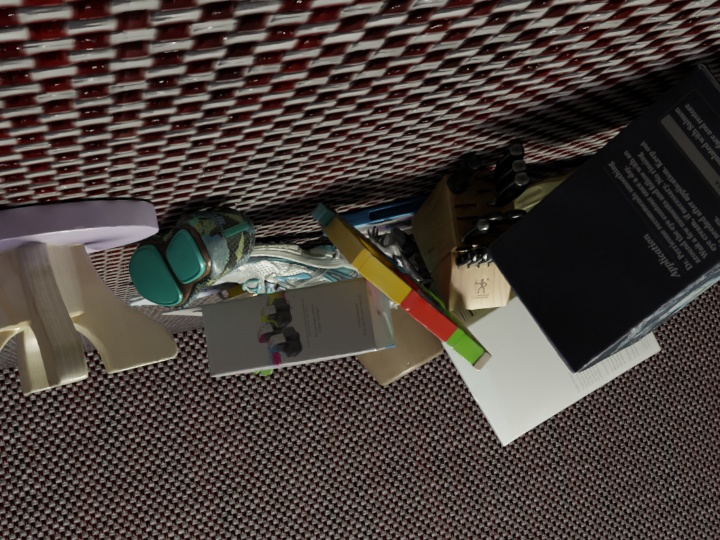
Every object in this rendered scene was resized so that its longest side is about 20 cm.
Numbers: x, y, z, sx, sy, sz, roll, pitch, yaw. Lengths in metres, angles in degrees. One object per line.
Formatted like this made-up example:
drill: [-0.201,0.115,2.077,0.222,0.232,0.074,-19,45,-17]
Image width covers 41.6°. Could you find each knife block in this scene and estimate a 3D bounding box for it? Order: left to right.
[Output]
knife block: [0.103,-0.062,0.880,0.063,0.178,0.201,-4,-146,-10]

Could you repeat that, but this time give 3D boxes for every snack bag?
snack bag: [-0.198,0.014,1.294,0.196,0.022,0.189,-16,177,6]

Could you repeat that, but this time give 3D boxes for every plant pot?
plant pot: [0.041,0.073,1.461,0.198,0.177,0.200,-29,175,-3]

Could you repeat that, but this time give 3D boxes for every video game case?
video game case: [0.061,-0.063,1.052,0.196,0.018,0.143,-13,177,5]

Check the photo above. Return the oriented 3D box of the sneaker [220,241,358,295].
sneaker: [-0.083,0.014,1.095,0.197,0.088,0.077,1,173,-28]

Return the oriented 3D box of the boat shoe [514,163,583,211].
boat shoe: [0.216,-0.070,0.983,0.198,0.064,0.073,-21,180,-35]

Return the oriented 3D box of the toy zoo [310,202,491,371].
toy zoo: [0.029,0.006,0.880,0.021,0.199,0.131,-48,-155,5]

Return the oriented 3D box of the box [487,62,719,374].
box: [0.231,-0.036,0.727,0.200,0.118,0.196,-42,163,25]

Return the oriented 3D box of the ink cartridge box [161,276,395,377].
ink cartridge box: [-0.074,0.056,0.896,0.196,0.069,0.115,-10,175,11]

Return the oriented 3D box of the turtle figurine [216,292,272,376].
turtle figurine: [-0.158,0.098,1.512,0.197,0.146,0.194,-20,-165,26]

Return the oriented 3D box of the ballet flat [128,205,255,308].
ballet flat: [-0.143,-0.012,0.821,0.073,0.076,0.199,-10,179,-30]

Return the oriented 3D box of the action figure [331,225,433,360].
action figure: [0.020,0.002,1.029,0.200,0.103,0.118,-42,-174,-35]

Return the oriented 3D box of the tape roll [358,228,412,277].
tape roll: [0.000,0.000,1.265,0.200,0.038,0.203,-28,177,-2]

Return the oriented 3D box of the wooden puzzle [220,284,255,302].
wooden puzzle: [-0.117,0.021,1.322,0.197,0.038,0.185,-25,176,-3]

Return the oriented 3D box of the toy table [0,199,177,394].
toy table: [-0.231,0.026,0.665,0.196,0.119,0.184,-12,177,-17]

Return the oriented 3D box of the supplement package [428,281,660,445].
supplement package: [0.188,0.051,1.045,0.198,0.153,0.151,-32,-157,4]
